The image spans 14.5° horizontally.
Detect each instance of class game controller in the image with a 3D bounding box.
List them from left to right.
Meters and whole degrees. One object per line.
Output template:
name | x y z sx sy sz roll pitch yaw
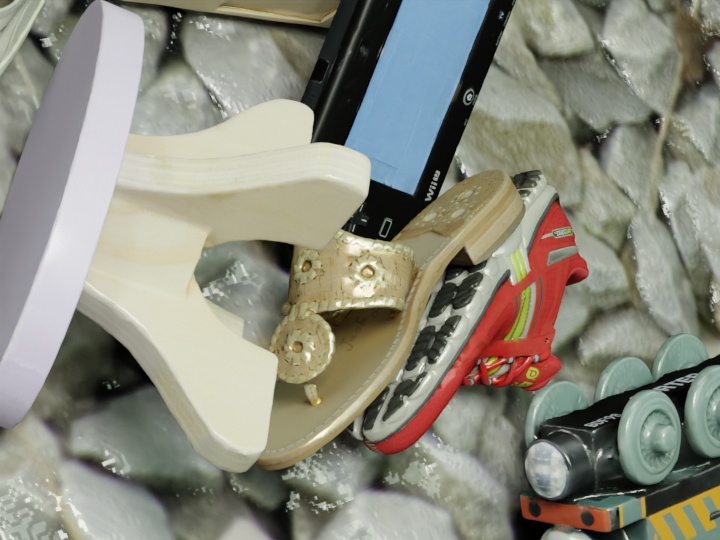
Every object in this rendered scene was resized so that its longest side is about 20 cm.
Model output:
game controller | 0.022 -0.095 1.343 0.104 0.042 0.200 20 94 -43

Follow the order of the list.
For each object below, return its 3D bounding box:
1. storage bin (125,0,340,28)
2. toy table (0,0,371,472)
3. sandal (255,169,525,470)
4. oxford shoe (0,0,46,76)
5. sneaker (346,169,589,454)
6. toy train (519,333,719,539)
storage bin | -0.044 -0.228 1.379 0.200 0.094 0.199 3 68 -44
toy table | -0.085 -0.009 1.186 0.117 0.184 0.200 21 64 -16
sandal | -0.004 0.001 1.300 0.212 0.078 0.070 -47 114 -39
oxford shoe | -0.156 -0.160 1.248 0.075 0.058 0.200 14 52 7
sneaker | 0.062 0.030 1.369 0.085 0.077 0.200 56 44 -18
toy train | 0.157 0.101 1.412 0.200 0.085 0.114 -17 105 -46
